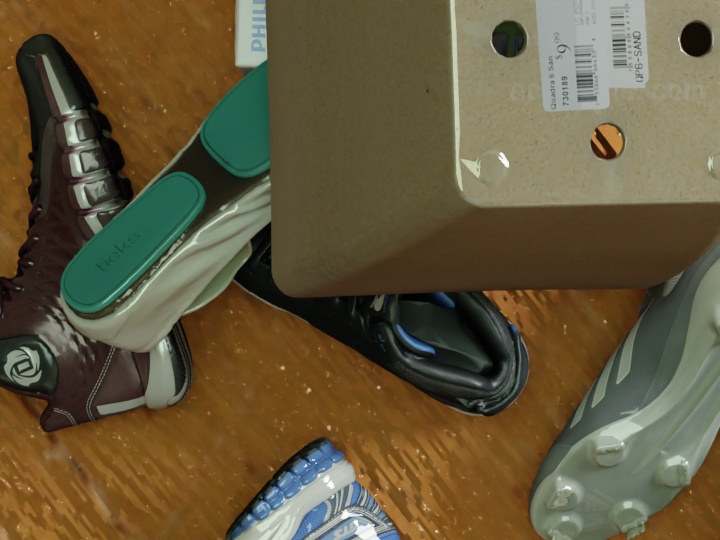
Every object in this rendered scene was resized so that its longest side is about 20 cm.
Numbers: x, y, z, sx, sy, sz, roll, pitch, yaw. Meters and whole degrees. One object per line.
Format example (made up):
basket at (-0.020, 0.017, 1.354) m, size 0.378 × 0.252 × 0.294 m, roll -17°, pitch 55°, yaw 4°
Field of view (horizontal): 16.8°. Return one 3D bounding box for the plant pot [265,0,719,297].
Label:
plant pot at (0.077, -0.092, 1.080) m, size 0.198 × 0.177 × 0.202 m, roll -1°, pitch 89°, yaw -17°

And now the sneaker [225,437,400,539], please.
sneaker at (-0.057, 0.183, 1.218) m, size 0.085 × 0.077 × 0.200 m, roll 42°, pitch 88°, yaw 0°

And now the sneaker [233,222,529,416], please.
sneaker at (0.000, 0.000, 1.211) m, size 0.199 × 0.112 × 0.073 m, roll 31°, pitch 86°, yaw 4°

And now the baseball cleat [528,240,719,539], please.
baseball cleat at (0.152, 0.050, 1.228) m, size 0.069 × 0.107 × 0.200 m, roll 31°, pitch 115°, yaw -24°

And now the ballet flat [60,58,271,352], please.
ballet flat at (-0.061, -0.037, 1.185) m, size 0.200 × 0.069 × 0.069 m, roll -44°, pitch 85°, yaw -1°

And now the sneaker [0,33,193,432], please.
sneaker at (-0.168, -0.012, 1.238) m, size 0.115 × 0.076 × 0.201 m, roll -20°, pitch 86°, yaw 3°

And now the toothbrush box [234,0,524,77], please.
toothbrush box at (0.039, -0.167, 1.236) m, size 0.198 × 0.086 × 0.147 m, roll 1°, pitch 87°, yaw 1°
